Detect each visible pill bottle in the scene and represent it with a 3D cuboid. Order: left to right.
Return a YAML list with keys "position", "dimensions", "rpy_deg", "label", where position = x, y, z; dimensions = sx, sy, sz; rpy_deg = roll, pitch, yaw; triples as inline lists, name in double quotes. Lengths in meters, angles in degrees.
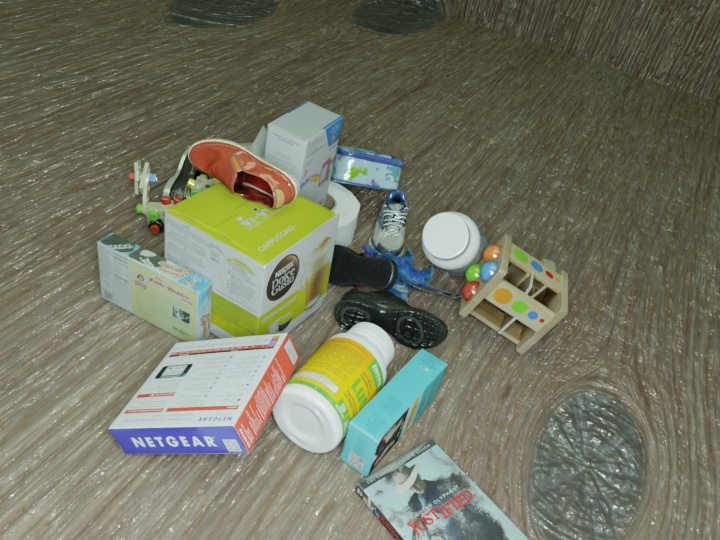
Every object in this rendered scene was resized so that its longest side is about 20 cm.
- position: [-0.030, 0.162, 0.963]
  dimensions: [0.111, 0.111, 0.200]
  rpy_deg: [26, 39, 18]
  label: "pill bottle"
- position: [0.176, -0.051, 1.230]
  dimensions: [0.109, 0.109, 0.200]
  rpy_deg: [27, 2, 18]
  label: "pill bottle"

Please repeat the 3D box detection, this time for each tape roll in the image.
- position: [-0.104, -0.116, 1.340]
  dimensions: [0.202, 0.071, 0.203]
  rpy_deg: [8, 36, -6]
  label: "tape roll"

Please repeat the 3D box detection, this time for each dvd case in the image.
- position: [0.109, 0.327, 0.863]
  dimensions: [0.146, 0.022, 0.200]
  rpy_deg: [-19, 46, -35]
  label: "dvd case"

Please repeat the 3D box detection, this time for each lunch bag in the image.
- position: [-0.001, -0.229, 1.450]
  dimensions: [0.161, 0.083, 0.200]
  rpy_deg: [9, 10, -19]
  label: "lunch bag"

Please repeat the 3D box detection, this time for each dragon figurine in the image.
- position: [0.087, 0.017, 1.227]
  dimensions: [0.200, 0.059, 0.099]
  rpy_deg: [41, 45, 20]
  label: "dragon figurine"

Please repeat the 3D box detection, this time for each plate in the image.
- position: [-0.232, -0.156, 1.260]
  dimensions: [0.032, 0.200, 0.200]
  rpy_deg: [25, 35, -12]
  label: "plate"

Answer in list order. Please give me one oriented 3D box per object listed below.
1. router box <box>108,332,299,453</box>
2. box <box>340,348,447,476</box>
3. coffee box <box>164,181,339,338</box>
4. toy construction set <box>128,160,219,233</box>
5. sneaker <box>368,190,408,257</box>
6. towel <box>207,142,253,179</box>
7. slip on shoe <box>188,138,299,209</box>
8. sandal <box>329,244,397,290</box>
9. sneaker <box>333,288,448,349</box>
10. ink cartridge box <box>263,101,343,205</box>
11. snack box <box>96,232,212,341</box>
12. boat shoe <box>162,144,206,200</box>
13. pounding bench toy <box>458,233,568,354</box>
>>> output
- position: [-0.207, 0.165, 0.886]
  dimensions: [0.200, 0.049, 0.180]
  rpy_deg: [-7, 31, 24]
  label: "router box"
- position: [0.052, 0.203, 0.958]
  dimensions: [0.049, 0.082, 0.200]
  rpy_deg: [30, 40, 21]
  label: "box"
- position: [-0.181, -0.018, 1.082]
  dimensions: [0.200, 0.198, 0.200]
  rpy_deg: [28, 39, 20]
  label: "coffee box"
- position: [-0.350, -0.137, 1.239]
  dimensions: [0.200, 0.131, 0.092]
  rpy_deg: [13, 37, 8]
  label: "toy construction set"
- position: [0.063, -0.101, 1.358]
  dimensions: [0.077, 0.085, 0.200]
  rpy_deg: [10, 37, -3]
  label: "sneaker"
- position: [-0.256, -0.239, 1.490]
  dimensions: [0.200, 0.032, 0.191]
  rpy_deg: [-10, 42, -28]
  label: "towel"
- position: [-0.194, -0.154, 1.038]
  dimensions: [0.200, 0.074, 0.061]
  rpy_deg: [26, 41, 15]
  label: "slip on shoe"
- position: [0.000, 0.000, 1.193]
  dimensions: [0.045, 0.075, 0.200]
  rpy_deg: [11, 2, -45]
  label: "sandal"
- position: [0.058, 0.073, 1.143]
  dimensions: [0.200, 0.076, 0.091]
  rpy_deg: [18, 29, 2]
  label: "sneaker"
- position: [-0.115, -0.189, 1.211]
  dimensions: [0.085, 0.200, 0.145]
  rpy_deg: [27, 39, 12]
  label: "ink cartridge box"
- position: [-0.329, 0.030, 1.044]
  dimensions: [0.200, 0.116, 0.037]
  rpy_deg: [25, 38, 15]
  label: "snack box"
- position: [-0.355, -0.192, 1.369]
  dimensions: [0.060, 0.072, 0.201]
  rpy_deg: [11, 44, -1]
  label: "boat shoe"
- position: [0.277, 0.017, 1.196]
  dimensions: [0.156, 0.124, 0.200]
  rpy_deg: [33, 37, -5]
  label: "pounding bench toy"
